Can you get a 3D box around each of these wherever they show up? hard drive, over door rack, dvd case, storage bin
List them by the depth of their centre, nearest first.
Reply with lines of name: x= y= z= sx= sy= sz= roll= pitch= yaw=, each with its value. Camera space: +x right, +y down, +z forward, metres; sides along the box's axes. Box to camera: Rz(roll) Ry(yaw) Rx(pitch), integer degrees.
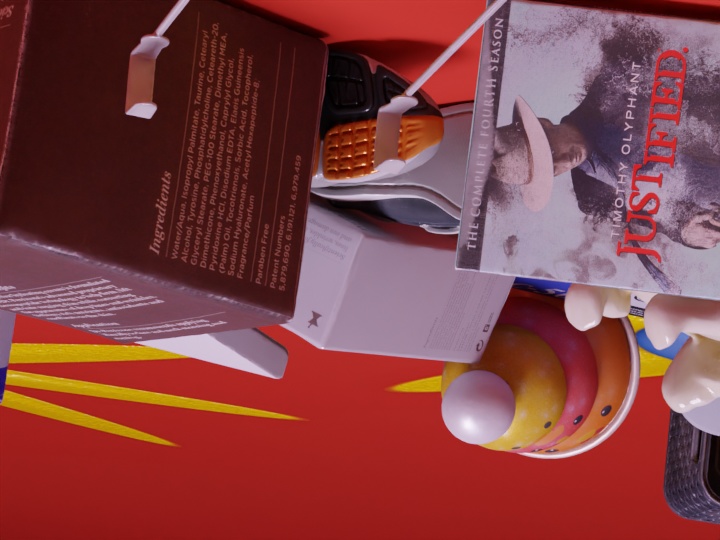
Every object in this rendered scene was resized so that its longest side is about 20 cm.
over door rack: x=-0.013 y=-0.135 z=1.197 sx=0.148 sy=0.067 sz=0.200 roll=12 pitch=145 yaw=-19
dvd case: x=0.155 y=-0.059 z=1.311 sx=0.200 sy=0.146 sz=0.022 roll=8 pitch=-170 yaw=2
hard drive: x=-0.167 y=0.032 z=1.888 sx=0.200 sy=0.027 sz=0.132 roll=13 pitch=168 yaw=28
storage bin: x=0.356 y=0.140 z=2.059 sx=0.200 sy=0.135 sz=0.094 roll=10 pitch=166 yaw=-12

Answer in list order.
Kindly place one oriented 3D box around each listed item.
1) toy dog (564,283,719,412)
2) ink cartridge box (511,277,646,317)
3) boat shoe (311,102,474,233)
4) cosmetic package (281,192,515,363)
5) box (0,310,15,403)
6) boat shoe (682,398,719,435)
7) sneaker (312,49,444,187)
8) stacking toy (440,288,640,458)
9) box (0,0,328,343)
toy dog: x=0.198 y=-0.028 z=1.396 sx=0.200 sy=0.194 sz=0.140 roll=45 pitch=172 yaw=-32
ink cartridge box: x=0.188 y=-0.001 z=1.747 sx=0.200 sy=0.044 sz=0.094 roll=13 pitch=164 yaw=-23
boat shoe: x=0.058 y=-0.059 z=1.522 sx=0.200 sy=0.076 sz=0.060 roll=12 pitch=172 yaw=39
cosmetic package: x=0.000 y=0.000 z=1.632 sx=0.113 sy=0.081 sz=0.200 roll=26 pitch=-172 yaw=29
box: x=-0.300 y=-0.027 z=1.550 sx=0.105 sy=0.200 sz=0.184 roll=-7 pitch=161 yaw=43
boat shoe: x=0.318 y=0.060 z=1.774 sx=0.200 sy=0.071 sz=0.091 roll=-23 pitch=177 yaw=39
sneaker: x=-0.013 y=-0.082 z=1.477 sx=0.092 sy=0.076 sz=0.200 roll=9 pitch=177 yaw=-43
stacking toy: x=0.099 y=0.080 z=1.759 sx=0.146 sy=0.146 sz=0.200 roll=2 pitch=-168 yaw=22
box: x=-0.149 y=-0.064 z=1.391 sx=0.200 sy=0.164 sz=0.166 roll=18 pitch=164 yaw=-39
